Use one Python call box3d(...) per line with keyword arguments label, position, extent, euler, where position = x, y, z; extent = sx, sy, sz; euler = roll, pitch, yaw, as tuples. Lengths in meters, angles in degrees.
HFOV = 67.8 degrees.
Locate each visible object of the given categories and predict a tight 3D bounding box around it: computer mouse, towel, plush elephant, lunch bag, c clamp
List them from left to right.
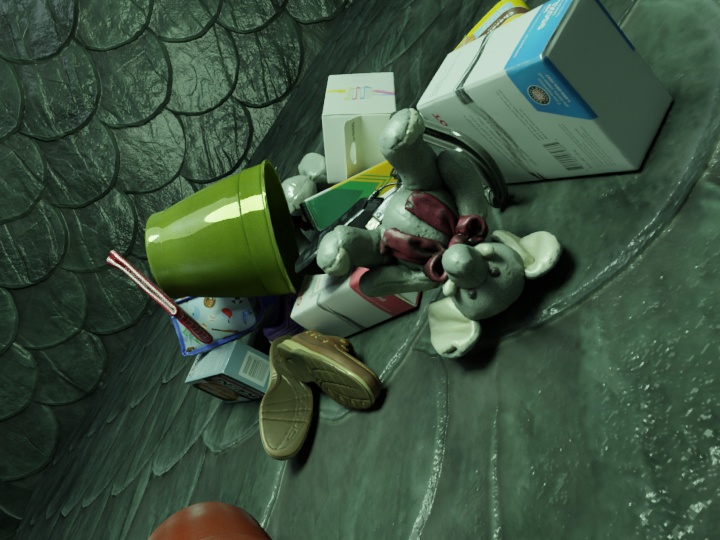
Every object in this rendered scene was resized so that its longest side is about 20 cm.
box3d(label="towel", position=(-0.306, 0.051, 0.839), extent=(0.023, 0.144, 0.200), euler=(-49, -12, -15))
box3d(label="lunch bag", position=(-0.222, 0.059, 0.989), extent=(0.197, 0.126, 0.170), euler=(-17, 7, 23))
box3d(label="plush elephant", position=(-0.107, -0.124, 0.993), extent=(0.165, 0.200, 0.154), euler=(-51, 25, -8))
box3d(label="computer mouse", position=(0.004, -0.046, 0.631), extent=(0.200, 0.046, 0.141), euler=(-43, 16, 7))
box3d(label="plush elephant", position=(0.085, -0.015, 0.505), extent=(0.166, 0.199, 0.155), euler=(-54, 46, 8))
box3d(label="c clamp", position=(0.109, -0.126, 0.642), extent=(0.027, 0.171, 0.200), euler=(-47, 36, -4))

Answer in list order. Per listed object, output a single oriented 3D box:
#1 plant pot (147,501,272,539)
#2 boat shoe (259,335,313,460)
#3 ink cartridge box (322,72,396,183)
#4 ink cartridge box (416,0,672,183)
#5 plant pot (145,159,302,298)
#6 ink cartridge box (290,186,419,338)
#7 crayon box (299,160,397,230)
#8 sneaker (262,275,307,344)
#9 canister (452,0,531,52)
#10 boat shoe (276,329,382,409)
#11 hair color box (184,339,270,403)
box3d(label="plant pot", position=(-0.136, 0.320, 0.494), extent=(0.203, 0.199, 0.195), euler=(-62, 15, -14))
box3d(label="boat shoe", position=(-0.103, 0.183, 0.752), extent=(0.201, 0.071, 0.066), euler=(-99, 11, -52))
box3d(label="ink cartridge box", position=(0.003, -0.247, 0.945), extent=(0.202, 0.123, 0.130), euler=(-89, -4, -49))
box3d(label="ink cartridge box", position=(0.171, -0.167, 0.537), extent=(0.085, 0.144, 0.199), euler=(-58, 23, -10))
box3d(label="plant pot", position=(-0.204, -0.041, 0.801), extent=(0.190, 0.203, 0.201), euler=(-14, 32, 2))
box3d(label="ink cartridge box", position=(0.000, 0.000, 0.743), extent=(0.199, 0.082, 0.148), euler=(-29, 36, 48))
box3d(label="crayon box", position=(0.007, -0.125, 0.827), extent=(0.198, 0.052, 0.126), euler=(-28, 9, -7))
box3d(label="sneaker", position=(-0.092, 0.036, 0.882), extent=(0.202, 0.083, 0.080), euler=(-61, 24, -12))
box3d(label="canister", position=(0.187, -0.267, 0.712), extent=(0.148, 0.086, 0.202), euler=(-42, 26, 31))
box3d(label="boat shoe", position=(-0.035, 0.113, 0.681), extent=(0.067, 0.073, 0.199), euler=(-36, 25, -26))
box3d(label="hair color box", position=(-0.223, 0.182, 0.937), extent=(0.199, 0.098, 0.061), euler=(-23, 41, 53))
